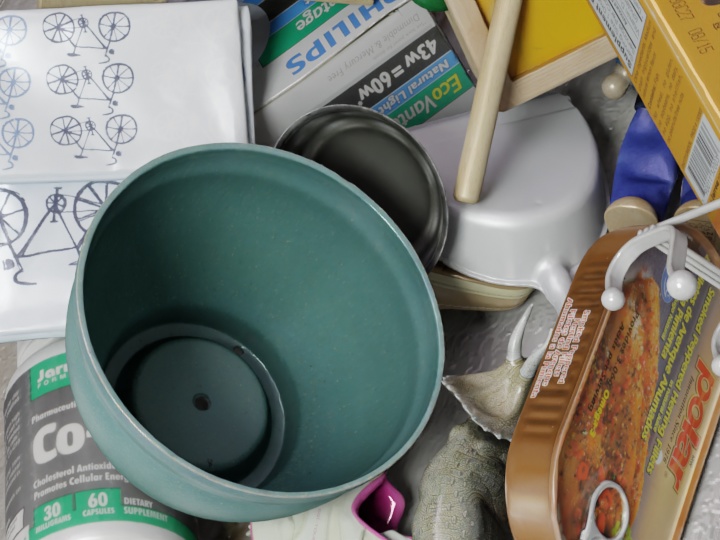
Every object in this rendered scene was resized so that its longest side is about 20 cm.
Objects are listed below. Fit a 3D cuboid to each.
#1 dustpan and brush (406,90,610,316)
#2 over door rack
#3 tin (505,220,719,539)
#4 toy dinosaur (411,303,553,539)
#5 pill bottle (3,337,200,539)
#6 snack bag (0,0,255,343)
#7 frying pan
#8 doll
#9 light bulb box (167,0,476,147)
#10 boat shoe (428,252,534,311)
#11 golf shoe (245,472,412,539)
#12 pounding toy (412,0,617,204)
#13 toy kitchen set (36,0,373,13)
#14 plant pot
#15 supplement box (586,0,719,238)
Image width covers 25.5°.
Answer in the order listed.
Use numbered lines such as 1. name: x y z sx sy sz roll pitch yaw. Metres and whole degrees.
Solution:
1. dustpan and brush: 0.099 -0.019 0.913 0.139 0.058 0.200 -15 39 -13
2. over door rack: 0.216 0.009 0.697 0.200 0.147 0.067 -39 24 55
3. tin: 0.134 0.069 0.801 0.042 0.112 0.201 -7 50 48
4. toy dinosaur: 0.056 0.126 0.812 0.077 0.102 0.201 5 58 36
5. pill bottle: -0.158 0.112 0.956 0.113 0.113 0.201 -26 46 13
6. snack bag: -0.153 -0.056 0.936 0.187 0.021 0.202 -3 91 -8
7. frying pan: 0.014 -0.005 0.908 0.114 0.191 0.031 -15 13 32
8. doll: 0.205 -0.101 0.934 0.136 0.049 0.201 4 55 24
9. light bulb box: -0.048 -0.138 1.077 0.198 0.125 0.200 -35 43 5
10. boat shoe: 0.014 -0.003 0.972 0.199 0.065 0.072 11 36 19
11. golf shoe: 0.003 0.184 0.823 0.091 0.075 0.201 -29 46 6
12. pounding toy: 0.100 -0.176 0.909 0.199 0.185 0.142 -26 20 4
13. toy kitchen set: -0.107 -0.199 1.025 0.198 0.181 0.164 3 50 -14
14. plant pot: -0.072 0.052 0.860 0.134 0.199 0.201 130 156 -52
15. supplement box: 0.174 -0.110 0.793 0.066 0.069 0.201 -17 64 -9
